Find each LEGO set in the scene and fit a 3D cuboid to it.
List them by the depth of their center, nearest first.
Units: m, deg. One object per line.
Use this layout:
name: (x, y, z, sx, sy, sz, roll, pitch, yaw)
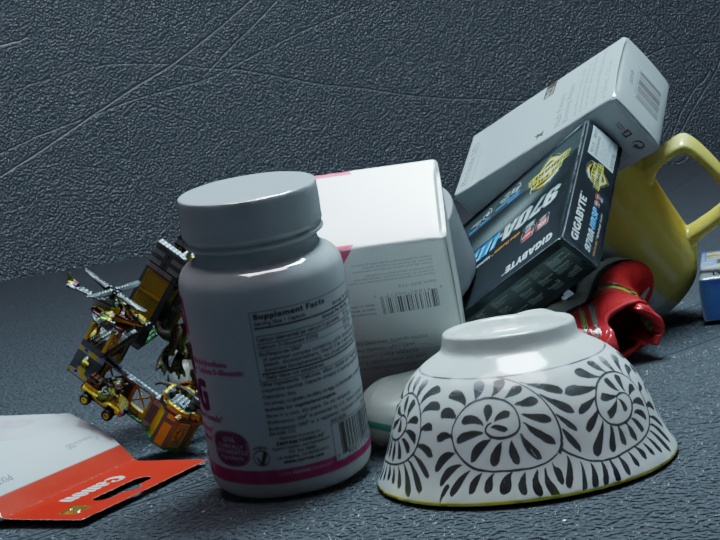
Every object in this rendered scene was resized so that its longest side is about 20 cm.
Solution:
LEGO set: (-0.141, 0.044, 1.254, 0.153, 0.116, 0.200, 38, 26, 14)

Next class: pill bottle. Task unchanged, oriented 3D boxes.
pill bottle: (-0.061, 0.041, 1.041, 0.112, 0.202, 0.113, -8, 14, 2)

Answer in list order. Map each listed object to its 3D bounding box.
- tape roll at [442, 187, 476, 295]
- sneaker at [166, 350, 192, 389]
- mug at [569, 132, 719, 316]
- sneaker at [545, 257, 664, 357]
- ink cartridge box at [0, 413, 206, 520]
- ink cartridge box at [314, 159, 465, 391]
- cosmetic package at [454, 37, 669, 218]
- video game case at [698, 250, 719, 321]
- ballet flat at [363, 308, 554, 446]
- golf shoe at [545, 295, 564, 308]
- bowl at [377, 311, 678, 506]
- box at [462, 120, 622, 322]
tape roll: (0.000, 0.000, 1.362, 0.199, 0.066, 0.201, -21, 24, 9)
sneaker: (-0.096, 0.083, 1.400, 0.081, 0.076, 0.199, 8, 16, 35)
mug: (0.253, -0.032, 1.459, 0.150, 0.153, 0.186, -55, 20, -25)
sneaker: (0.225, 0.045, 1.329, 0.084, 0.078, 0.200, 1, 20, 29)
ink cartridge box: (-0.241, 0.143, 1.134, 0.199, 0.058, 0.162, -11, 4, 28)
ink cartridge box: (0.004, 0.021, 1.180, 0.145, 0.201, 0.083, -8, 48, 5)
cosmetic package: (0.186, -0.120, 1.431, 0.199, 0.074, 0.102, -31, 26, 37)
video game case: (0.431, 0.004, 1.489, 0.198, 0.046, 0.181, -7, 8, 14)
ballet flat: (0.091, 0.085, 1.140, 0.199, 0.070, 0.069, -20, 11, -29)
golf shoe: (0.135, 0.034, 1.493, 0.091, 0.073, 0.200, -11, 7, -8)
bowl: (0.102, 0.081, 1.006, 0.199, 0.095, 0.201, -8, 5, 1)
box: (0.141, -0.020, 1.358, 0.200, 0.046, 0.159, -41, 21, 42)
